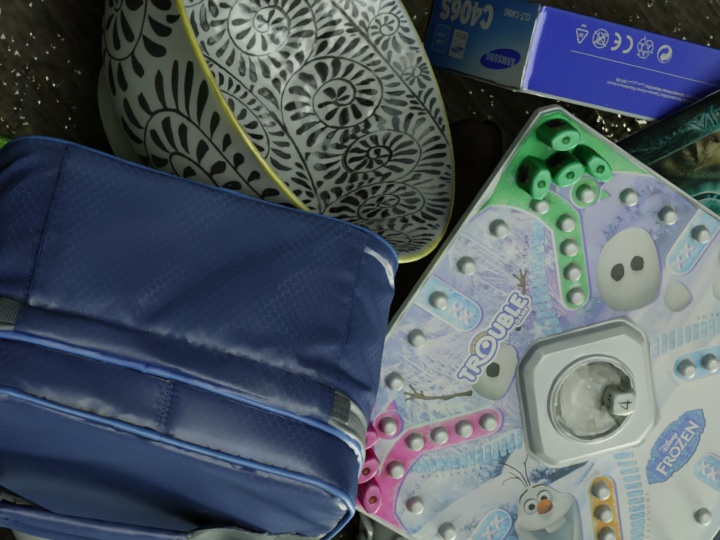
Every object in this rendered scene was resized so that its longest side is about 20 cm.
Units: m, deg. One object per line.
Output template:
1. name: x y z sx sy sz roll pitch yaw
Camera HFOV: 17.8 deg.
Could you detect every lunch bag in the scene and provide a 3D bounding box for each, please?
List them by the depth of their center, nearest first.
1. lunch bag: -0.093 0.045 0.923 0.199 0.136 0.133 15 61 -12

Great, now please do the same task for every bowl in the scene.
1. bowl: -0.052 -0.078 1.010 0.201 0.094 0.202 39 37 -37

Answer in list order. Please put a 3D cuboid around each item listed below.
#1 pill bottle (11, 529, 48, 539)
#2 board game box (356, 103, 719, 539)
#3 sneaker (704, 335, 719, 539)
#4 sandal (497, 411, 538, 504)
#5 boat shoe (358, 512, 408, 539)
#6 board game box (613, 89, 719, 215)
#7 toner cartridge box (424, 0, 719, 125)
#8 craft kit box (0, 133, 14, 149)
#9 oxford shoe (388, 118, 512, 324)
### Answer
1. pill bottle: -0.087 0.161 1.054 0.111 0.111 0.201 -35 116 -18
2. board game box: 0.105 0.059 1.037 0.199 0.026 0.200 32 97 -23
3. sneaker: 0.175 0.065 1.135 0.200 0.081 0.146 -42 127 18
4. sandal: 0.094 0.096 1.152 0.079 0.059 0.207 -61 152 -9
5. boat shoe: 0.032 0.144 1.139 0.067 0.073 0.201 -32 115 -21
6. board game box: 0.169 -0.001 1.144 0.135 0.028 0.200 -27 137 3
7. toner cartridge box: 0.139 -0.097 1.132 0.199 0.095 0.043 10 97 -30
8. craft kit box: -0.256 0.011 0.964 0.199 0.048 0.199 18 95 -32
9. oxford shoe: 0.000 0.000 1.091 0.084 0.073 0.200 41 79 -25
